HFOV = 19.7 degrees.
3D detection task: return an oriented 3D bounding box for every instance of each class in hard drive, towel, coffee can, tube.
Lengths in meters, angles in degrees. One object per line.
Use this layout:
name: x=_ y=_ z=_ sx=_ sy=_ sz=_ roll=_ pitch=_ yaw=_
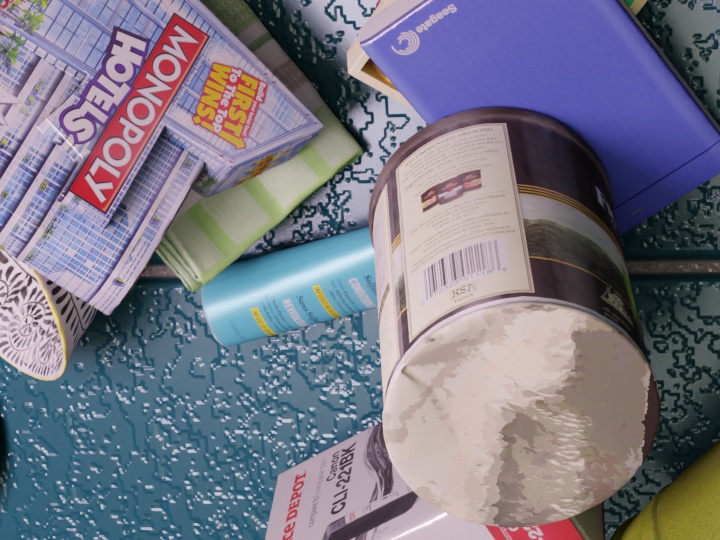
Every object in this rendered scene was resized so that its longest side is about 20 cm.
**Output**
hard drive: x=0.111 y=-0.101 z=1.204 sx=0.132 sy=0.025 sz=0.200 roll=-33 pitch=120 yaw=19
towel: x=-0.111 y=-0.107 z=1.262 sx=0.149 sy=0.031 sz=0.200 roll=-41 pitch=91 yaw=-18
coffee can: x=0.080 y=0.022 z=1.149 sx=0.146 sy=0.200 sz=0.147 roll=-1 pitch=124 yaw=-1
tube: x=0.000 y=0.000 z=1.288 sx=0.199 sy=0.077 sz=0.051 roll=-15 pitch=58 yaw=18

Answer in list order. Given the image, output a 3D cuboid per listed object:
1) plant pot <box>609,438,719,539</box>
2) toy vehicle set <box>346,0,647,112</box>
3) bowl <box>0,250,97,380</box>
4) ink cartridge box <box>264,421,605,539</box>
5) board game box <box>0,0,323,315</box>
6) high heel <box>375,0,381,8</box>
plant pot: x=0.273 y=0.142 z=1.158 sx=0.200 sy=0.200 sz=0.193 roll=35 pitch=116 yaw=4
toy vehicle set: x=0.096 y=-0.166 z=1.192 sx=0.124 sy=0.027 sz=0.200 roll=26 pitch=119 yaw=-19
bowl: x=-0.214 y=-0.039 z=1.294 sx=0.094 sy=0.201 sz=0.201 roll=-37 pitch=92 yaw=-24
ink cartridge box: x=0.042 y=0.150 z=1.255 sx=0.199 sy=0.144 sz=0.084 roll=-29 pitch=112 yaw=19
board game box: x=-0.134 y=-0.088 z=1.199 sx=0.199 sy=0.062 sz=0.201 roll=32 pitch=65 yaw=-11
high heel: x=0.071 y=-0.228 z=1.206 sx=0.096 sy=0.067 sz=0.201 roll=11 pitch=109 yaw=1
